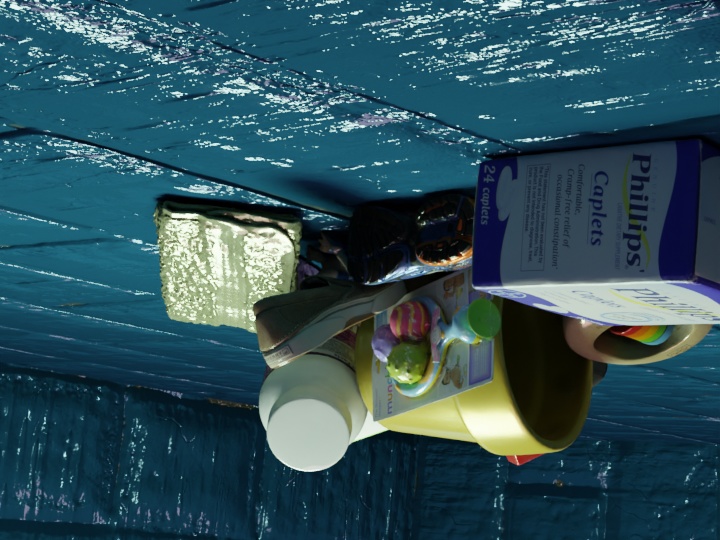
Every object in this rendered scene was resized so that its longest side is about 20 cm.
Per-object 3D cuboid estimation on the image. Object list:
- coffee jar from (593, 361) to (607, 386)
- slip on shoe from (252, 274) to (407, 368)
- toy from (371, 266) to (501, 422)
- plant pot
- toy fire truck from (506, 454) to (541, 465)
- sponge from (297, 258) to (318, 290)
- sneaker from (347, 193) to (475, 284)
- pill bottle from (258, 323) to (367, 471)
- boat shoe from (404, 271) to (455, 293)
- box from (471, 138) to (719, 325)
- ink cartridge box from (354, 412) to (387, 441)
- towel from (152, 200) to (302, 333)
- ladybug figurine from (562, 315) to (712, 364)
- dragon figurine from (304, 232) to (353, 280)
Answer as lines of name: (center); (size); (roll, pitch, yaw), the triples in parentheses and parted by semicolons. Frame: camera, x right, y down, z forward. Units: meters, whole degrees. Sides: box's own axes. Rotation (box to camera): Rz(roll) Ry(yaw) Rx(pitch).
coffee jar: (0.210, 0.092, 1.854); (0.085, 0.105, 0.200); (-32, -173, -10)
slip on shoe: (-0.029, 0.029, 1.487); (0.076, 0.061, 0.200); (-28, 179, 42)
toy: (0.051, 0.063, 1.480); (0.047, 0.116, 0.200); (14, 158, -32)
plant pot: (0.104, 0.086, 1.600); (0.188, 0.202, 0.201); (-9, 164, 32)
toy fire truck: (0.150, 0.129, 1.853); (0.049, 0.141, 0.200); (-24, -162, -8)
sponge: (-0.059, 0.057, 1.863); (0.030, 0.112, 0.200); (5, 171, 18)
sneaker: (0.059, -0.022, 1.446); (0.078, 0.076, 0.200); (9, 172, -39)
pill bottle: (-0.046, 0.123, 1.660); (0.112, 0.113, 0.200); (6, -157, 2)
boat shoe: (0.040, 0.030, 1.762); (0.199, 0.074, 0.063); (-1, 165, 34)
box: (0.219, -0.022, 1.240); (0.200, 0.105, 0.184); (-3, 167, 42)
ink cartridge box: (0.035, 0.116, 1.908); (0.117, 0.067, 0.200); (-20, -163, 15)
towel: (-0.132, 0.000, 1.600); (0.148, 0.037, 0.200); (8, 146, 2)
ladybug figurine: (0.271, 0.036, 1.586); (0.136, 0.072, 0.200); (-32, 148, 27)
dragon figurine: (0.000, 0.000, 1.643); (0.099, 0.059, 0.200); (8, 168, -14)
